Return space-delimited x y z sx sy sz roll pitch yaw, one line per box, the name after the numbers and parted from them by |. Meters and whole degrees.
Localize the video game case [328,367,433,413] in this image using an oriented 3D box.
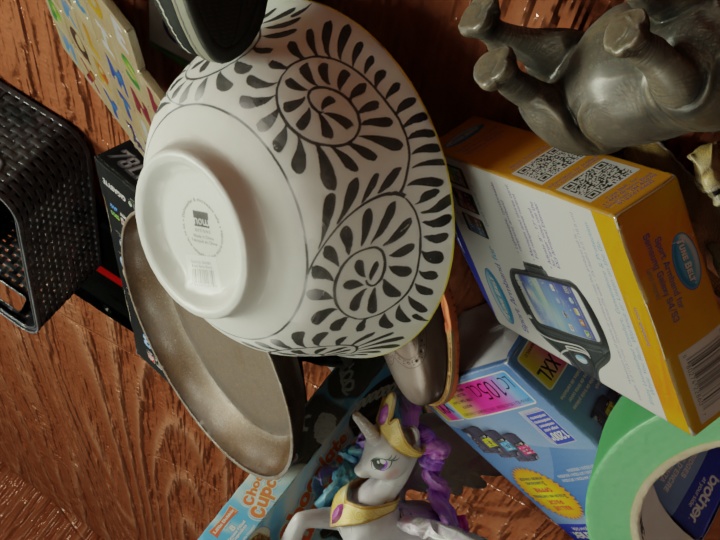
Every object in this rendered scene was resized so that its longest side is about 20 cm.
-0.003 0.046 0.970 0.142 0.018 0.201 10 144 47 | video game case

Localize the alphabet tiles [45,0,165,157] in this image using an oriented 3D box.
-0.161 -0.136 0.791 0.201 0.007 0.168 52 163 26 | alphabet tiles

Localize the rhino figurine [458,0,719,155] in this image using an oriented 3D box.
0.129 -0.086 0.499 0.087 0.061 0.199 29 163 -33 | rhino figurine

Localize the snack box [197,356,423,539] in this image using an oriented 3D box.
-0.030 0.158 0.934 0.037 0.201 0.117 25 154 33 | snack box

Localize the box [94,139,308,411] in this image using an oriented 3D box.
-0.118 0.027 0.942 0.199 0.049 0.201 36 144 40 | box

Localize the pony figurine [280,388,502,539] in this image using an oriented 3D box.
0.038 0.181 0.878 0.191 0.202 0.167 16 -157 -31 | pony figurine

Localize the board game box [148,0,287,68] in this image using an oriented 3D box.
-0.078 -0.157 0.707 0.095 0.030 0.200 35 158 8 | board game box

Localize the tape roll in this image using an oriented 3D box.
0.223 0.132 0.678 0.197 0.048 0.203 12 128 15 | tape roll

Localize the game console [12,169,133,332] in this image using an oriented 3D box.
-0.260 -0.020 1.202 0.198 0.031 0.178 30 149 14 | game console

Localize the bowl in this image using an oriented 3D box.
-0.056 -0.032 0.652 0.199 0.094 0.204 22 123 38 | bowl

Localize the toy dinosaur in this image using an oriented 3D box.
0.154 -0.021 0.615 0.102 0.058 0.200 57 166 -4 | toy dinosaur

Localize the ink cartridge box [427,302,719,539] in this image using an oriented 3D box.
0.147 0.106 0.802 0.199 0.077 0.136 41 156 -10 | ink cartridge box

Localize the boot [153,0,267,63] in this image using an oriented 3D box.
-0.132 -0.200 0.602 0.152 0.074 0.206 7 127 36 | boot

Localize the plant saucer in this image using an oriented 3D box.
-0.095 0.045 0.839 0.200 0.032 0.202 39 144 35 | plant saucer

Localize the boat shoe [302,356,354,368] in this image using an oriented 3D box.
-0.048 0.042 0.931 0.067 0.057 0.199 46 155 -19 | boat shoe

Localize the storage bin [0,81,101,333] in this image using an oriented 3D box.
-0.310 -0.057 1.087 0.134 0.094 0.201 31 146 14 | storage bin

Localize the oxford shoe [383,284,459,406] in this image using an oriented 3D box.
0.000 0.000 0.745 0.071 0.072 0.203 -1 116 53 | oxford shoe

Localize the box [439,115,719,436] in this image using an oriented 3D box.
0.102 -0.008 0.628 0.120 0.041 0.200 65 167 -25 | box
